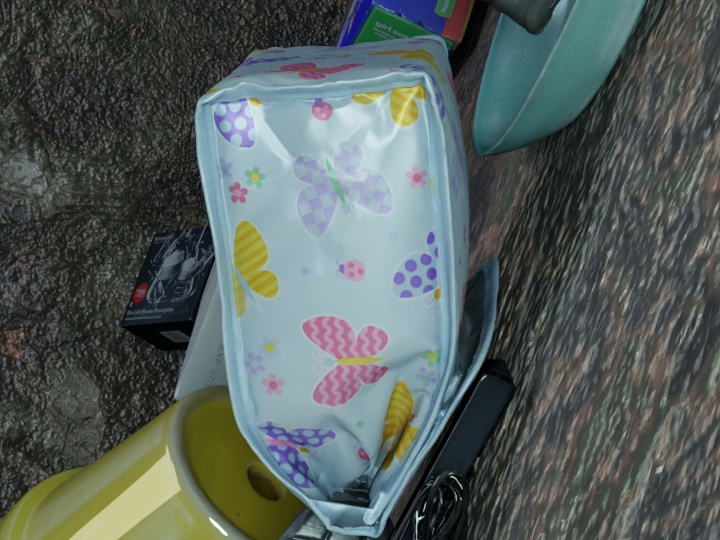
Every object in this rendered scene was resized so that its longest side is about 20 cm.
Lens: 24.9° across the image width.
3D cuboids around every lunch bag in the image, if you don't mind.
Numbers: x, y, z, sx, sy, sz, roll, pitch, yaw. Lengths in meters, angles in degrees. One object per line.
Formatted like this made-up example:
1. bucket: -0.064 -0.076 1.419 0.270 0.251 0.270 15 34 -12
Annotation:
1. lunch bag: 0.000 0.000 0.749 0.170 0.127 0.200 -72 -21 -77

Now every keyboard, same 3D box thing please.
1. keyboard: 0.021 0.134 0.680 0.200 0.040 0.104 -63 -4 7

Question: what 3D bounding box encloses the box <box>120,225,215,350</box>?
1. box: -0.284 0.030 2.753 0.200 0.104 0.182 -7 57 45

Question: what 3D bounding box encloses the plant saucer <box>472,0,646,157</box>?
1. plant saucer: 0.106 -0.142 0.766 0.200 0.036 0.200 -161 90 -83

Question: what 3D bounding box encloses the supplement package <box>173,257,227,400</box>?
1. supplement package: -0.066 0.034 1.292 0.200 0.117 0.117 -89 20 -72

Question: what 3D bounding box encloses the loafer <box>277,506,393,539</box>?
1. loafer: -0.036 0.197 0.776 0.072 0.073 0.200 -124 56 -87

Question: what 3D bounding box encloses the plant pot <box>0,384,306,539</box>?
1. plant pot: -0.105 0.175 0.954 0.189 0.201 0.201 -48 17 28

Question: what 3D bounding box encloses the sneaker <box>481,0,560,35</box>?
1. sneaker: 0.061 -0.188 0.730 0.200 0.091 0.076 -77 7 -52

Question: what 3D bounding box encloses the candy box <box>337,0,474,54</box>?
1. candy box: 0.043 -0.225 1.284 0.200 0.077 0.169 126 164 -71
